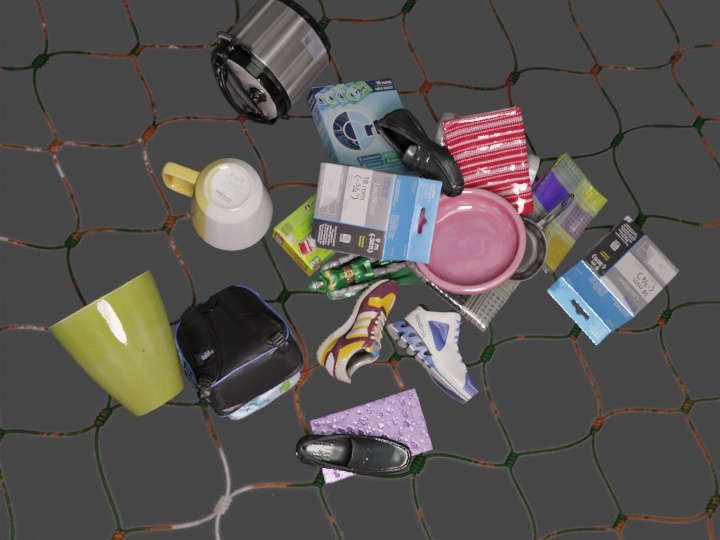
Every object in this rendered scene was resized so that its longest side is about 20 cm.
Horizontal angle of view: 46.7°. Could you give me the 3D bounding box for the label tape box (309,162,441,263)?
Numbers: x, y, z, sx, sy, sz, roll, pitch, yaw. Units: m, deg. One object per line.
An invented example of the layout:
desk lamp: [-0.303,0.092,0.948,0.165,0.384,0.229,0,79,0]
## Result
label tape box: [0.024,-0.097,1.407,0.198,0.063,0.145,11,98,15]

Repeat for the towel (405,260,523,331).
towel: [0.200,-0.013,1.529,0.192,0.035,0.200,39,58,4]

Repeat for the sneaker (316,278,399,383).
sneaker: [0.016,0.109,1.464,0.200,0.075,0.090,-51,48,-6]

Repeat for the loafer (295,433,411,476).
loafer: [-0.010,0.311,1.407,0.199,0.070,0.069,6,79,-5]

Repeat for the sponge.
sponge: [0.018,0.290,1.466,0.198,0.030,0.112,-16,80,-9]

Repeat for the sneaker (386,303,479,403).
sneaker: [0.154,0.133,1.489,0.115,0.081,0.199,-43,85,-11]

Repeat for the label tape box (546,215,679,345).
label tape box: [0.473,0.019,1.561,0.200,0.063,0.144,-42,86,-13]

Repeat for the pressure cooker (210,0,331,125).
pressure cooker: [-0.171,-0.372,1.501,0.176,0.179,0.200,38,76,-1]

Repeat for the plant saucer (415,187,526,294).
plant saucer: [0.188,-0.046,1.459,0.199,0.051,0.202,-4,64,7]

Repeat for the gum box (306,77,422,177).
gum box: [0.012,-0.252,1.535,0.169,0.045,0.201,-13,71,-23]

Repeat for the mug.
mug: [-0.245,-0.121,1.454,0.185,0.153,0.151,-9,80,-8]

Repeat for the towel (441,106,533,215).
towel: [0.228,-0.181,1.488,0.143,0.023,0.201,-10,114,7]

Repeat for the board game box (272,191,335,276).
board game box: [-0.053,-0.095,1.518,0.200,0.048,0.102,-42,86,-18]

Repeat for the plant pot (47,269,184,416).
plant pot: [-0.381,0.132,1.387,0.186,0.187,0.201,-31,98,-12]

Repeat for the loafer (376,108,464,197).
loafer: [0.103,-0.201,1.468,0.070,0.068,0.201,-28,67,-27]

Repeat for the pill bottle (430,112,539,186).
pill bottle: [0.226,-0.210,1.551,0.199,0.112,0.113,21,77,-2]

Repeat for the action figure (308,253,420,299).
action figure: [0.000,0.000,1.514,0.199,0.055,0.119,-20,84,-6]

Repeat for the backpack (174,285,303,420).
backpack: [-0.209,0.138,1.398,0.182,0.148,0.200,-32,44,-14]

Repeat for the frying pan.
frying pan: [0.297,-0.073,1.510,0.114,0.031,0.191,24,90,-10]

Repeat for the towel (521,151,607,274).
towel: [0.371,-0.107,1.572,0.144,0.023,0.200,46,75,-18]
